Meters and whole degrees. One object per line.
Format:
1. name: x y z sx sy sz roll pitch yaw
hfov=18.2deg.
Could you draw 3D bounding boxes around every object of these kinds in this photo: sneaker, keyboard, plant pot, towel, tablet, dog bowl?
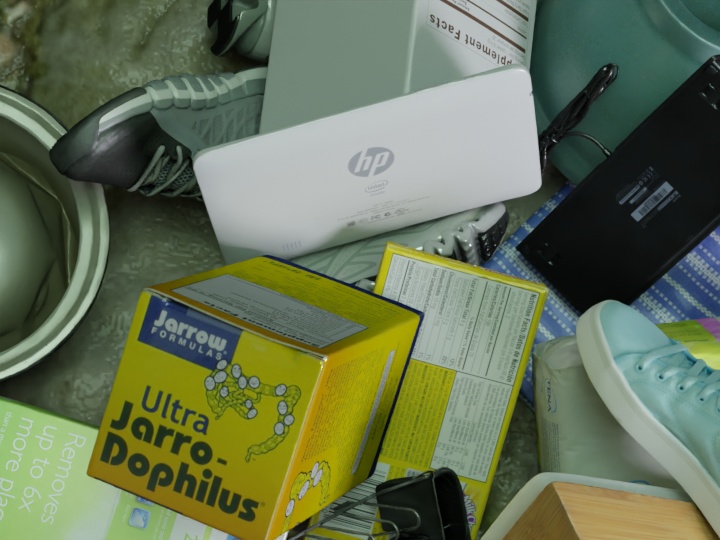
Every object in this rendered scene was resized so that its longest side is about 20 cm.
1. sneaker: -0.091 -0.057 1.373 0.200 0.075 0.116 -21 79 -49
2. keyboard: 0.163 -0.063 1.374 0.127 0.200 0.021 45 38 1
3. sneaker: 0.000 0.000 1.405 0.200 0.075 0.081 -30 65 -10
4. plant pot: 0.211 -0.145 1.420 0.200 0.134 0.201 8 59 -14
5. towel: 0.167 0.009 1.449 0.145 0.024 0.200 45 73 9
6. sneaker: 0.207 0.081 1.258 0.200 0.082 0.074 50 32 15
7. sneaker: -0.051 -0.222 1.478 0.088 0.074 0.201 10 68 -24
8. tablet: 0.007 -0.057 1.328 0.200 0.130 0.014 -16 58 -1
9. dog bowl: -0.253 -0.013 1.377 0.200 0.074 0.201 2 72 -7

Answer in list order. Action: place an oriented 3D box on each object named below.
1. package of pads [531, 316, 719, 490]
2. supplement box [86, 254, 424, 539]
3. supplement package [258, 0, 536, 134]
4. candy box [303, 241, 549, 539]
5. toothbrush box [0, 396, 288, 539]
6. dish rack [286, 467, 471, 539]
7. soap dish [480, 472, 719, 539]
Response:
1. package of pads: 0.206 0.107 1.369 0.199 0.068 0.155 -7 103 -10
2. supplement box: -0.053 0.066 1.253 0.109 0.200 0.110 20 101 14
3. supplement package: 0.029 -0.163 1.404 0.120 0.121 0.201 24 67 -46
4. candy box: 0.037 0.091 1.360 0.102 0.026 0.200 15 98 -4
5. toothbrush box: -0.151 0.167 1.312 0.200 0.086 0.146 18 85 -2
6. dish rack: -0.005 0.210 1.278 0.200 0.054 0.154 -21 102 -53
7. soap dish: 0.147 0.197 1.278 0.200 0.157 0.081 13 35 -35
